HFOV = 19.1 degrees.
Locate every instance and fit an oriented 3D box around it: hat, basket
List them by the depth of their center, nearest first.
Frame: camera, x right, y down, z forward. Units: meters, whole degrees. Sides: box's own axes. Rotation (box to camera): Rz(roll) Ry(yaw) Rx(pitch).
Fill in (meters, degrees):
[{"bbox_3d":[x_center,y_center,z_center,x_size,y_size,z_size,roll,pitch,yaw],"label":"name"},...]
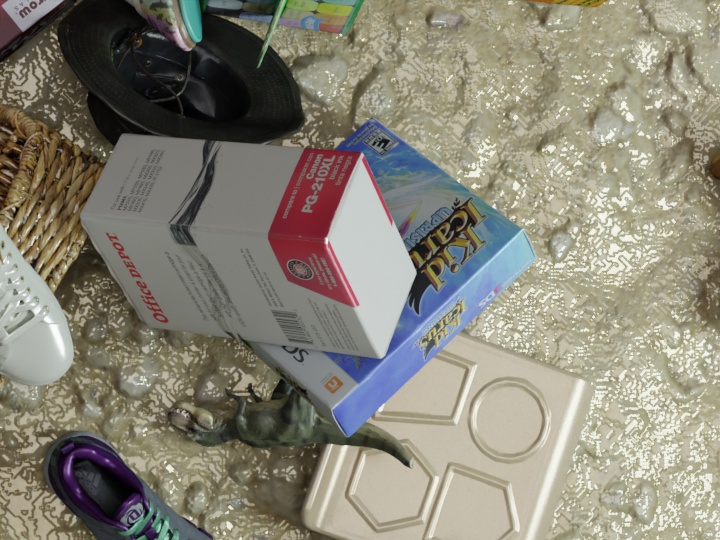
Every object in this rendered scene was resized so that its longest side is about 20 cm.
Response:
[{"bbox_3d":[-0.286,-0.022,1.576,0.149,0.143,0.200,32,82,-7],"label":"basket"},{"bbox_3d":[-0.145,-0.126,1.626,0.200,0.201,0.081,22,122,-8],"label":"hat"}]

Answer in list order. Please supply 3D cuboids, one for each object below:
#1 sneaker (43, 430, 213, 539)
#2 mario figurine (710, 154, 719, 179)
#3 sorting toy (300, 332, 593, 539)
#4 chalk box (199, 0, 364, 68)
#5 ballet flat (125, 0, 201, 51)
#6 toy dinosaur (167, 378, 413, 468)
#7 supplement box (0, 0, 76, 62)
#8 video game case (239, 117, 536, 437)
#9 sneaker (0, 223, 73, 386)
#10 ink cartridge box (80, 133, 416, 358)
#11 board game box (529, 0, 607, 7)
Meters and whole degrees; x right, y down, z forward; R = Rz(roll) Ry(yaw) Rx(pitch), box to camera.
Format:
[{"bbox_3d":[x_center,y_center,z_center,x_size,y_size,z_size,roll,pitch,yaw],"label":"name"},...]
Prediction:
[{"bbox_3d":[-0.163,0.204,1.611,0.200,0.088,0.074,43,81,-4],"label":"sneaker"},{"bbox_3d":[0.353,-0.011,1.730,0.123,0.106,0.201,-25,79,26],"label":"mario figurine"},{"bbox_3d":[0.068,0.143,1.684,0.199,0.036,0.186,21,84,-12],"label":"sorting toy"},{"bbox_3d":[-0.053,-0.255,1.630,0.123,0.124,0.201,7,81,-9],"label":"chalk box"},{"bbox_3d":[-0.159,-0.251,1.635,0.071,0.069,0.201,-8,64,8],"label":"ballet flat"},{"bbox_3d":[-0.046,0.099,1.640,0.199,0.047,0.089,4,80,20],"label":"toy dinosaur"},{"bbox_3d":[-0.318,-0.254,1.626,0.109,0.061,0.200,-41,95,-10],"label":"supplement box"},{"bbox_3d":[0.000,0.000,1.616,0.200,0.045,0.181,-43,54,-11],"label":"video game case"},{"bbox_3d":[-0.261,0.007,1.458,0.073,0.085,0.200,-38,113,-8],"label":"sneaker"},{"bbox_3d":[-0.080,-0.019,1.537,0.199,0.145,0.085,6,56,25],"label":"ink cartridge box"},{"bbox_3d":[0.121,-0.325,1.632,0.199,0.200,0.201,5,87,-9],"label":"board game box"}]
